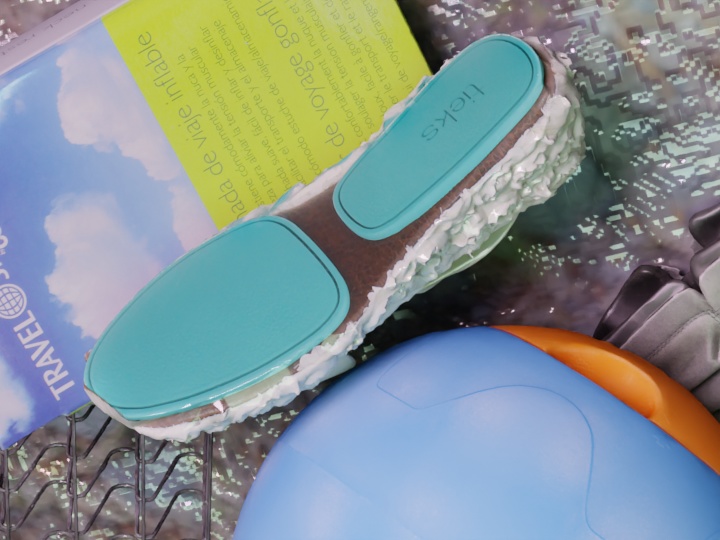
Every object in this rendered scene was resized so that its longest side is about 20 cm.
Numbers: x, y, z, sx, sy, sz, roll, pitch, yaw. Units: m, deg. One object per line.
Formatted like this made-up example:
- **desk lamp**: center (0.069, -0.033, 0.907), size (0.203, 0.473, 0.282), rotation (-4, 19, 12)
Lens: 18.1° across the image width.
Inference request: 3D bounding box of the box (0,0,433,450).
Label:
- **box**: center (-0.071, -0.040, 0.801), size (0.199, 0.048, 0.122), rotation (-31, 110, -4)

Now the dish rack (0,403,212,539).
- **dish rack**: center (-0.123, 0.084, 0.894), size (0.152, 0.055, 0.201), rotation (3, 113, 2)

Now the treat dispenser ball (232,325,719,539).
- **treat dispenser ball**: center (0.051, 0.120, 0.799), size (0.199, 0.201, 0.202), rotation (2, 115, 4)

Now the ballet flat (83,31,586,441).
- **ballet flat**: center (0.000, 0.000, 0.775), size (0.200, 0.072, 0.072), rotation (-37, 108, 1)

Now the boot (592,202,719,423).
- **boot**: center (0.193, 0.015, 0.830), size (0.199, 0.068, 0.131), rotation (-34, 102, 17)
